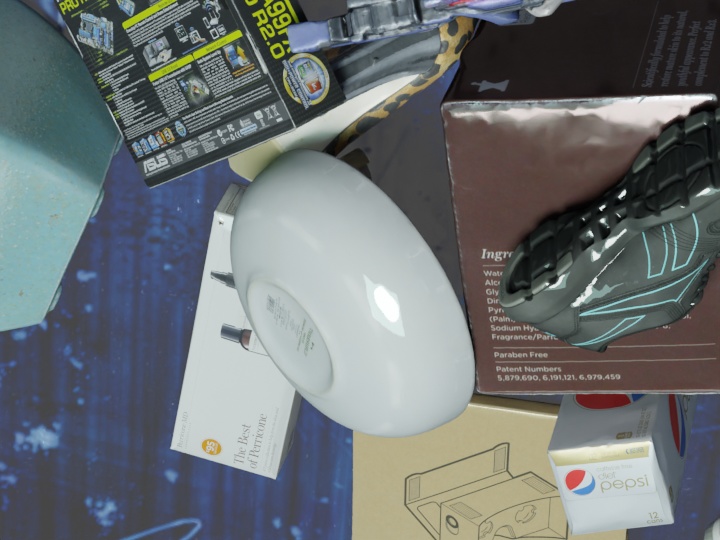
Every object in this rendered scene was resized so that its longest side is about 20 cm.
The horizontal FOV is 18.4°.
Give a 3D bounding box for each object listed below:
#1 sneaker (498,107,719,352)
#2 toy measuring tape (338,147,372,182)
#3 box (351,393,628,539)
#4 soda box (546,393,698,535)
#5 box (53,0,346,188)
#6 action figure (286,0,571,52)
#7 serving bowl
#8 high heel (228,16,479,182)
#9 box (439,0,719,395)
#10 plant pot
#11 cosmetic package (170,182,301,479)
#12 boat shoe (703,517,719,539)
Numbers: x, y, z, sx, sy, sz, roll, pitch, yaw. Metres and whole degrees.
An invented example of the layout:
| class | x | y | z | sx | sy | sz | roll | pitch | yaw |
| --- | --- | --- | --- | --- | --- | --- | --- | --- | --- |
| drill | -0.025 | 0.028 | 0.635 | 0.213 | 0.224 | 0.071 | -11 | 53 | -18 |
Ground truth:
| class | x | y | z | sx | sy | sz | roll | pitch | yaw |
| --- | --- | --- | --- | --- | --- | --- | --- | --- | --- |
| sneaker | 0.172 | -0.021 | 1.254 | 0.079 | 0.075 | 0.200 | 38 | 126 | -25 |
| toy measuring tape | 0.000 | 0.000 | 1.489 | 0.074 | 0.074 | 0.200 | -5 | 124 | 17 |
| box | 0.093 | 0.161 | 1.586 | 0.200 | 0.021 | 0.164 | 7 | 119 | 11 |
| soda box | 0.172 | 0.085 | 1.418 | 0.068 | 0.200 | 0.064 | -9 | 115 | 19 |
| box | -0.108 | -0.147 | 1.382 | 0.200 | 0.044 | 0.160 | -17 | 101 | 57 |
| action figure | 0.050 | -0.192 | 1.291 | 0.200 | 0.193 | 0.105 | -11 | 101 | 11 |
| serving bowl | -0.020 | 0.026 | 1.395 | 0.200 | 0.066 | 0.200 | 40 | 148 | 31 |
| high heel | -0.005 | -0.116 | 1.449 | 0.071 | 0.143 | 0.200 | 59 | 152 | 0 |
| box | 0.152 | -0.047 | 1.371 | 0.164 | 0.166 | 0.200 | 0 | 118 | 15 |
| plant pot | -0.269 | -0.073 | 1.464 | 0.200 | 0.196 | 0.196 | 22 | 122 | -9 |
| cosmetic package | -0.075 | 0.045 | 1.550 | 0.083 | 0.051 | 0.200 | 16 | 121 | 7 |
| boat shoe | 0.327 | 0.234 | 1.535 | 0.202 | 0.074 | 0.065 | 44 | 124 | -3 |
